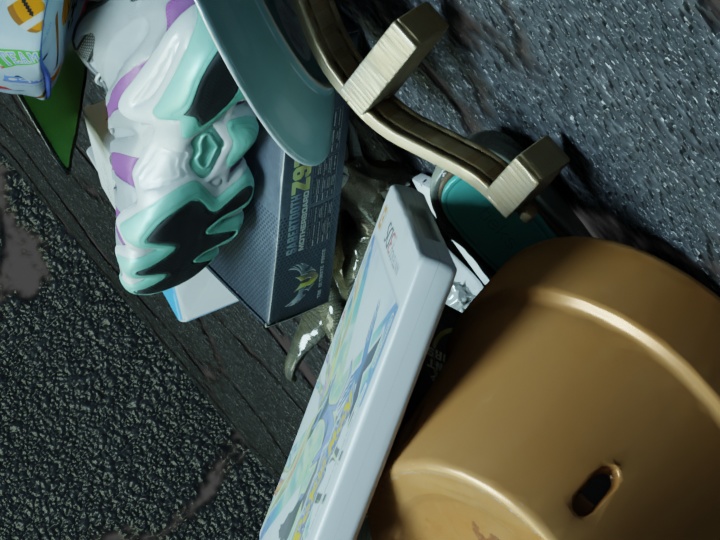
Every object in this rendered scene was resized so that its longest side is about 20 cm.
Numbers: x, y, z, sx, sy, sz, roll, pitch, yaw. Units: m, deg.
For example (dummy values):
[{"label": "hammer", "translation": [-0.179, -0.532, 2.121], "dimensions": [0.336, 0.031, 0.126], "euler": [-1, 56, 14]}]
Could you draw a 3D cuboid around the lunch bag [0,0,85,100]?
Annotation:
[{"label": "lunch bag", "translation": [-0.180, -0.199, 1.607], "dimensions": [0.075, 0.200, 0.160], "euler": [12, 171, -1]}]

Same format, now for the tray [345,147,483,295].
[{"label": "tray", "translation": [0.024, -0.001, 1.797], "dimensions": [0.200, 0.022, 0.108], "euler": [47, 158, 43]}]

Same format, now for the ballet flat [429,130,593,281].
[{"label": "ballet flat", "translation": [0.109, 0.012, 1.466], "dimensions": [0.200, 0.067, 0.064], "euler": [53, -159, -9]}]

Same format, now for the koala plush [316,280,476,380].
[{"label": "koala plush", "translation": [0.061, 0.110, 1.655], "dimensions": [0.200, 0.184, 0.177], "euler": [55, 150, 6]}]

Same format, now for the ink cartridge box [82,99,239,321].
[{"label": "ink cartridge box", "translation": [-0.100, -0.067, 1.849], "dimensions": [0.200, 0.116, 0.067], "euler": [-124, 16, -47]}]

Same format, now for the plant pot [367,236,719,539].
[{"label": "plant pot", "translation": [0.097, 0.104, 1.376], "dimensions": [0.200, 0.140, 0.200], "euler": [30, 143, 26]}]

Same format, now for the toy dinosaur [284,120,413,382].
[{"label": "toy dinosaur", "translation": [0.000, 0.000, 1.741], "dimensions": [0.200, 0.077, 0.102], "euler": [109, 151, -57]}]

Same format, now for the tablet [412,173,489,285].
[{"label": "tablet", "translation": [0.105, 0.031, 1.666], "dimensions": [0.200, 0.014, 0.130], "euler": [54, 171, -19]}]

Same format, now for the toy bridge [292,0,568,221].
[{"label": "toy bridge", "translation": [0.016, -0.100, 1.403], "dimensions": [0.200, 0.027, 0.067], "euler": [50, 141, 7]}]

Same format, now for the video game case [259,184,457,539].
[{"label": "video game case", "translation": [-0.005, 0.068, 1.414], "dimensions": [0.022, 0.200, 0.182], "euler": [19, -170, -7]}]

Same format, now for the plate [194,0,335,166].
[{"label": "plate", "translation": [-0.050, -0.149, 1.465], "dimensions": [0.200, 0.026, 0.200], "euler": [-22, -90, -77]}]

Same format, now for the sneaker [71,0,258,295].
[{"label": "sneaker", "translation": [-0.117, -0.095, 1.622], "dimensions": [0.140, 0.078, 0.200], "euler": [49, 134, 32]}]

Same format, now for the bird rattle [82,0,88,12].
[{"label": "bird rattle", "translation": [-0.144, -0.171, 1.817], "dimensions": [0.163, 0.113, 0.200], "euler": [24, 161, 33]}]

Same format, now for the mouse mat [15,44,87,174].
[{"label": "mouse mat", "translation": [-0.213, -0.165, 1.844], "dimensions": [0.200, 0.008, 0.161], "euler": [-93, -22, -61]}]

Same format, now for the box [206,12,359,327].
[{"label": "box", "translation": [-0.072, -0.091, 1.670], "dimensions": [0.158, 0.051, 0.200], "euler": [44, 143, 34]}]

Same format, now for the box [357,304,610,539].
[{"label": "box", "translation": [0.082, 0.122, 1.515], "dimensions": [0.200, 0.161, 0.049], "euler": [29, 143, -28]}]
